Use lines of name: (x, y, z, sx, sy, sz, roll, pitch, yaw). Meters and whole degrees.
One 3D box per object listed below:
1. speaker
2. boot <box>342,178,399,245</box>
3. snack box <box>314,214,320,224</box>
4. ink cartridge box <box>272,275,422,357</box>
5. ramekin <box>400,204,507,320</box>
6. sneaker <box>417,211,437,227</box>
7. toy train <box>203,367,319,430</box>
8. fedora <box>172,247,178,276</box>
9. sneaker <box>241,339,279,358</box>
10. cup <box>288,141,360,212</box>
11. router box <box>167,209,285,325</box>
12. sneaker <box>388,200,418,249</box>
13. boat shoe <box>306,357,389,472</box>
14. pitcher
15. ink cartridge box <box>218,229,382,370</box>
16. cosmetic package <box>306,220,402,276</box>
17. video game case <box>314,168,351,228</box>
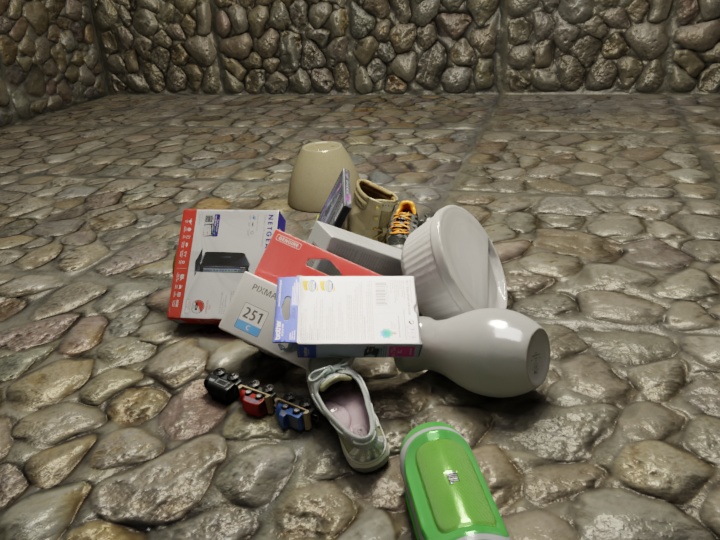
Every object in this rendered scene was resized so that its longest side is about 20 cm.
speaker: (0.095, 0.246, 0.713, 0.088, 0.089, 0.200, -6, 25, -6)
boot: (0.039, -0.058, 1.257, 0.073, 0.156, 0.200, -12, 46, -41)
snack box: (-0.031, -0.063, 1.448, 0.141, 0.053, 0.200, -3, 26, 6)
ink cartridge box: (-0.019, 0.063, 0.955, 0.199, 0.042, 0.120, 2, 50, -4)
ramekin: (0.149, 0.004, 1.119, 0.094, 0.203, 0.202, -26, 10, 33)
sneaker: (0.190, -0.056, 1.315, 0.200, 0.071, 0.098, 19, 15, -46)
toy train: (-0.142, 0.179, 0.953, 0.199, 0.034, 0.046, 12, 32, 32)
fedora: (-0.245, -0.011, 1.272, 0.200, 0.202, 0.082, 1, -16, 10)
sneaker: (-0.088, 0.094, 1.105, 0.200, 0.078, 0.099, -23, 49, -38)
cup: (-0.093, -0.250, 1.761, 0.199, 0.144, 0.200, -3, 24, 1)
router box: (-0.231, -0.006, 1.197, 0.179, 0.201, 0.049, 1, -17, 10)
sneaker: (0.086, -0.085, 1.454, 0.078, 0.078, 0.200, 2, 26, 7)
boat shoe: (-0.021, 0.166, 0.888, 0.074, 0.065, 0.202, -19, 39, -9)
pitcher: (0.174, 0.109, 0.987, 0.199, 0.122, 0.171, 2, 7, 39)
ink cartridge box: (-0.082, 0.048, 1.016, 0.199, 0.177, 0.045, 23, -10, 9)
cosmetic package: (0.000, 0.000, 1.141, 0.199, 0.102, 0.071, 18, 16, -34)
video game case: (-0.057, -0.101, 1.322, 0.019, 0.143, 0.200, 23, 24, -12)
